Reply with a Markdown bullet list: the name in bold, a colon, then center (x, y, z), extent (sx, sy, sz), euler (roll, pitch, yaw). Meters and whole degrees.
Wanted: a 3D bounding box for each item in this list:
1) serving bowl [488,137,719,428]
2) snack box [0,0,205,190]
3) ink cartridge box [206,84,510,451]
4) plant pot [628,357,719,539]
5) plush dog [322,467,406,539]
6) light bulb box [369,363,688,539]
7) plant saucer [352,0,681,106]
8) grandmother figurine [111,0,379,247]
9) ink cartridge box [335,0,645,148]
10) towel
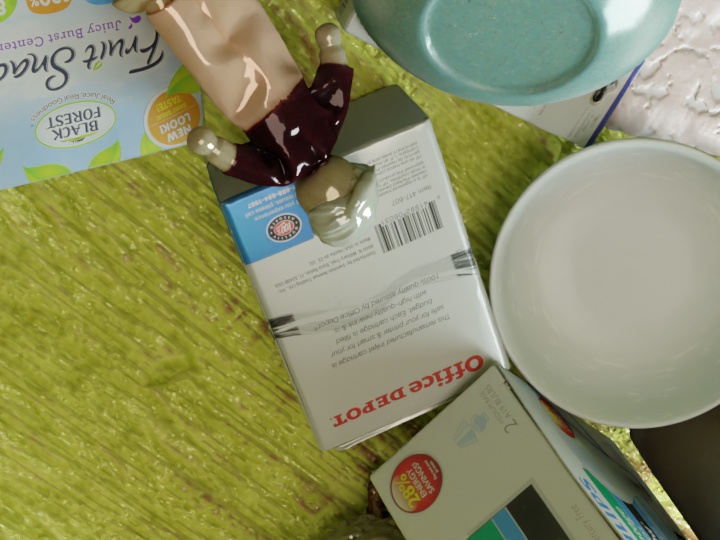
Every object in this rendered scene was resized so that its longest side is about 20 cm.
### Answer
- **serving bowl**: center (0.190, 0.005, 0.972), extent (0.198, 0.066, 0.202), euler (2, 102, 8)
- **snack box**: center (-0.186, -0.159, 0.818), extent (0.168, 0.068, 0.201), euler (-17, 119, -24)
- **ink cartridge box**: center (0.000, 0.000, 0.946), extent (0.145, 0.084, 0.201), euler (-22, 117, -5)
- **plant pot**: center (0.296, 0.132, 1.016), extent (0.199, 0.173, 0.201), euler (-21, 131, -27)
- **plush dog**: center (0.025, 0.252, 1.015), extent (0.198, 0.172, 0.162), euler (5, 112, -15)
- **light bulb box**: center (0.142, 0.198, 0.968), extent (0.125, 0.199, 0.200), euler (-43, 143, 11)
- **plant saucer**: center (0.090, -0.153, 0.829), extent (0.199, 0.039, 0.202), euler (6, 147, 4)
- **grandmother figurine**: center (-0.051, -0.100, 0.823), extent (0.121, 0.060, 0.201), euler (-40, 111, -13)
- **ink cartridge box**: center (0.092, -0.163, 0.921), extent (0.199, 0.039, 0.100), euler (24, 110, -22)
- **towel**: center (0.272, -0.169, 0.973), extent (0.198, 0.032, 0.192), euler (13, 110, -18)
